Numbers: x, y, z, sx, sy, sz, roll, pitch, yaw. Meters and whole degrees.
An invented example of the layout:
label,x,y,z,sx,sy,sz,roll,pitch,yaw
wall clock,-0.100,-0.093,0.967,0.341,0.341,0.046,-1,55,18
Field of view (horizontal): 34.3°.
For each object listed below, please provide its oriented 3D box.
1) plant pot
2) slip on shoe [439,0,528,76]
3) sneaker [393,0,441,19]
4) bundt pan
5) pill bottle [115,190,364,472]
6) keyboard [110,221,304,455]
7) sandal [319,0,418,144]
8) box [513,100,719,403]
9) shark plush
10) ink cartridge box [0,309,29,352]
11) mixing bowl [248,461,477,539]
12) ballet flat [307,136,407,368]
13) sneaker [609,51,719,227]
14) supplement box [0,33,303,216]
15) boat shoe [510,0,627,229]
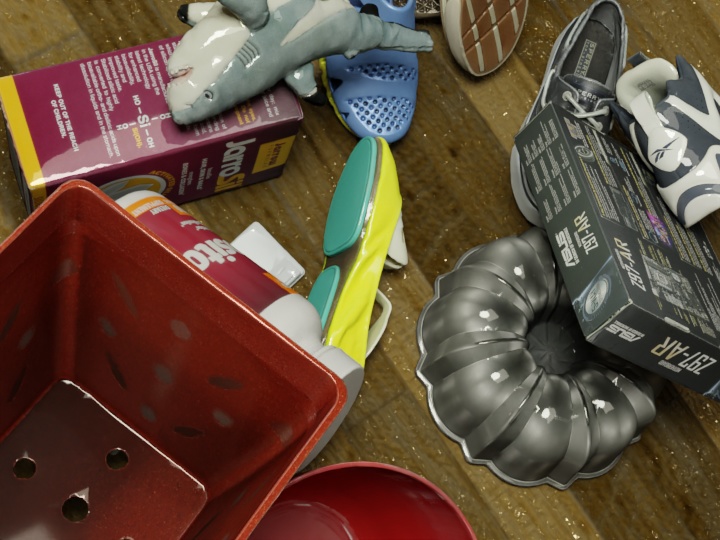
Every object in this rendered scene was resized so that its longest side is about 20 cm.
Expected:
label,x,y,z,sx,sy,sz,roll,pitch,yaw
plant pot,-0.155,0.112,0.664,0.199,0.177,0.200,37,58,4
slip on shoe,0.080,-0.249,0.912,0.076,0.201,0.061,-32,45,-13
sneaker,0.114,-0.267,0.992,0.198,0.076,0.071,-26,88,3
bundt pan,0.144,0.058,0.876,0.199,0.076,0.205,4,71,-11
pill bottle,-0.099,0.043,0.786,0.199,0.113,0.113,35,67,16
keyboard,-0.127,0.046,0.858,0.056,0.011,0.200,42,68,10
sandal,0.013,-0.199,0.907,0.078,0.087,0.203,-7,99,-19
box,0.202,-0.014,0.847,0.159,0.044,0.202,23,38,-34
shark plush,-0.046,-0.152,0.816,0.198,0.090,0.085,-11,95,-38
ink cartridge box,-0.313,0.018,0.753,0.199,0.147,0.083,37,67,1
mixing bowl,-0.028,0.212,0.750,0.197,0.108,0.204,-2,95,-24
ballet flat,0.000,0.000,0.878,0.066,0.067,0.203,26,69,-25
sneaker,0.263,-0.124,0.923,0.130,0.079,0.199,55,42,0
supplement box,-0.152,-0.101,0.847,0.197,0.110,0.087,-17,76,-17
boat shoe,0.177,-0.132,0.952,0.071,0.068,0.202,23,69,-3
